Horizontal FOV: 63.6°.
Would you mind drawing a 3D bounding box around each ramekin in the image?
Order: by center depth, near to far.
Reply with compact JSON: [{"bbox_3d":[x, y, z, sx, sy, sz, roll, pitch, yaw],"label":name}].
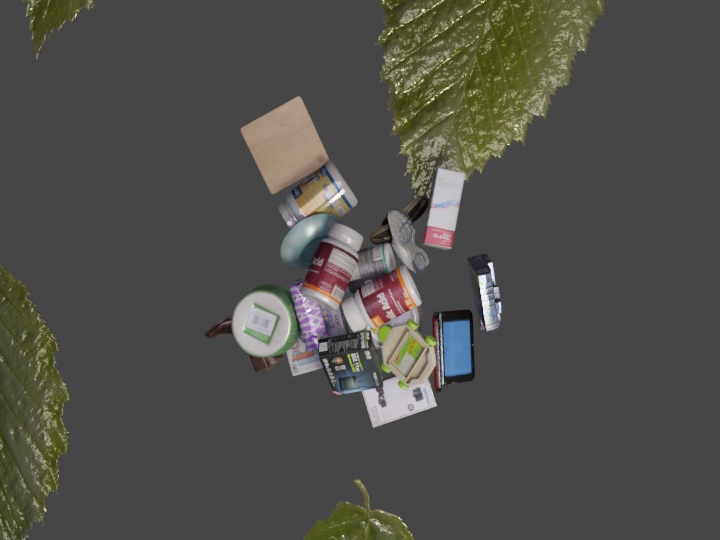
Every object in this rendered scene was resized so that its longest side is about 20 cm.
[{"bbox_3d":[-0.266,0.144,1.622,0.192,0.098,0.208,0,90,5],"label":"ramekin"},{"bbox_3d":[0.081,0.137,1.650,0.194,0.094,0.211,0,90,5],"label":"ramekin"}]

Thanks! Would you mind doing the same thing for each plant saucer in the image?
[{"bbox_3d":[-0.127,-0.067,1.618,0.199,0.201,0.039,-37,55,3],"label":"plant saucer"}]

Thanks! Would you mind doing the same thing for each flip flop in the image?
[{"bbox_3d":[0.105,-0.148,1.661,0.199,0.081,0.058,-42,58,6],"label":"flip flop"}]

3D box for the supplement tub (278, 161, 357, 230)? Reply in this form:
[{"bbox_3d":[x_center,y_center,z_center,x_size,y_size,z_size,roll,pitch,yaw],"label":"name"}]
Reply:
[{"bbox_3d":[-0.120,-0.191,1.639,0.198,0.145,0.147,-36,88,4],"label":"supplement tub"}]

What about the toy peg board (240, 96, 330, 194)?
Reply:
[{"bbox_3d":[-0.212,-0.363,1.684,0.195,0.098,0.204,-26,104,5],"label":"toy peg board"}]

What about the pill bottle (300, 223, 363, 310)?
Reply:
[{"bbox_3d":[-0.073,-0.012,1.535,0.111,0.114,0.206,22,79,4],"label":"pill bottle"}]

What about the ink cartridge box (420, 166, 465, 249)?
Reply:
[{"bbox_3d":[0.227,-0.168,1.608,0.080,0.146,0.208,11,92,3],"label":"ink cartridge box"}]

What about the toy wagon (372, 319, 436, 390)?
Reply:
[{"bbox_3d":[0.113,0.210,1.559,0.199,0.039,0.158,41,109,28],"label":"toy wagon"}]

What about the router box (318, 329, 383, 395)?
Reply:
[{"bbox_3d":[-0.024,0.254,1.580,0.144,0.203,0.064,-11,47,5],"label":"router box"}]

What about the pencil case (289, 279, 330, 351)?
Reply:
[{"bbox_3d":[-0.135,0.121,1.612,0.083,0.084,0.207,-15,92,5],"label":"pencil case"}]

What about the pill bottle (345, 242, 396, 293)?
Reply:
[{"bbox_3d":[0.000,0.000,1.643,0.193,0.113,0.117,-13,89,12],"label":"pill bottle"}]

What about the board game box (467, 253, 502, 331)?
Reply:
[{"bbox_3d":[0.349,0.080,1.598,0.059,0.201,0.207,-11,104,6],"label":"board game box"}]

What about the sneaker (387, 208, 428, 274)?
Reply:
[{"bbox_3d":[0.116,-0.077,1.619,0.074,0.086,0.204,-37,116,-25],"label":"sneaker"}]

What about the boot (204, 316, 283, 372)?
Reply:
[{"bbox_3d":[-0.342,0.225,1.710,0.182,0.064,0.205,-28,93,7],"label":"boot"}]

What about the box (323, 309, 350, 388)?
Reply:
[{"bbox_3d":[-0.073,0.225,1.694,0.107,0.035,0.206,-22,89,5],"label":"box"}]

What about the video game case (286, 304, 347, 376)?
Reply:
[{"bbox_3d":[-0.132,0.188,1.668,0.194,0.024,0.188,-17,90,16],"label":"video game case"}]

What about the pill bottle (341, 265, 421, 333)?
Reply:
[{"bbox_3d":[0.055,0.081,1.545,0.196,0.114,0.117,-28,88,9],"label":"pill bottle"}]

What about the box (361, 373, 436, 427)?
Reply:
[{"bbox_3d":[0.110,0.359,1.667,0.193,0.060,0.121,-18,89,5],"label":"box"}]

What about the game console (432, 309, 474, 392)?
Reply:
[{"bbox_3d":[0.259,0.218,1.600,0.114,0.172,0.208,-3,90,9],"label":"game console"}]
